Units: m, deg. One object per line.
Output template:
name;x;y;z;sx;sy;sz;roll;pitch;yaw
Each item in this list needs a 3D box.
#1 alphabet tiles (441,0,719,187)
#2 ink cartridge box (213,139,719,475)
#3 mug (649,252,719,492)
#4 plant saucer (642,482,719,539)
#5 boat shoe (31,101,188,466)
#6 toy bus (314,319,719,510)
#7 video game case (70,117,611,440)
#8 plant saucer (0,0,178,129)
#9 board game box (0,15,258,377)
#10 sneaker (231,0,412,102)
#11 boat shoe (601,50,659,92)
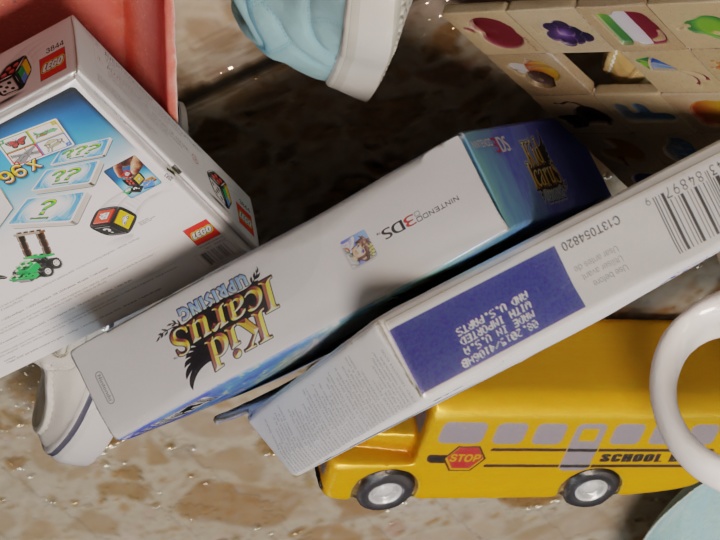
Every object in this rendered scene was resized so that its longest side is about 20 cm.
alphabet tiles;0.152;-0.058;0.971;0.167;0.008;0.200;3;156;41
ink cartridge box;0.057;0.019;0.991;0.199;0.041;0.200;-27;177;-25
mug;0.230;0.040;1.087;0.199;0.176;0.148;-16;140;3
plant saucer;0.239;0.136;1.308;0.200;0.039;0.201;-8;141;-6
boat shoe;-0.125;0.006;1.031;0.065;0.072;0.200;7;136;-15
toy bus;0.076;0.067;1.161;0.199;0.065;0.078;1;138;-17
video game case;0.000;0.000;0.991;0.181;0.046;0.200;-30;176;18
plant saucer;-0.169;-0.102;0.880;0.199;0.037;0.200;-5;142;-7
board game box;-0.157;-0.010;0.939;0.199;0.035;0.126;-25;137;17
sneaker;-0.018;-0.115;0.871;0.082;0.074;0.200;19;163;-1
boat shoe;0.113;-0.145;0.924;0.076;0.072;0.200;9;142;-5
